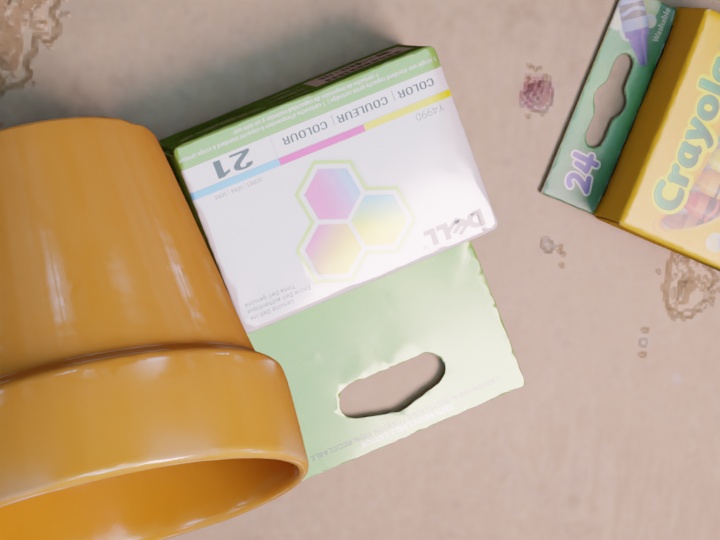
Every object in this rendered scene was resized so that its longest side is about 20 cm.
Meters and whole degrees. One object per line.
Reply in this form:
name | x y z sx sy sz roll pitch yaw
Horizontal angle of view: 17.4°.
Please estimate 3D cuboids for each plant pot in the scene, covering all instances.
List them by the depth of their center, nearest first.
plant pot | -0.142 0.033 1.147 0.199 0.200 0.184 -11 75 -11

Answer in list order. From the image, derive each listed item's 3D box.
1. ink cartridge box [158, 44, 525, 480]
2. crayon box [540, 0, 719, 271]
ink cartridge box | 0.000 0.000 1.230 0.147 0.076 0.201 -23 100 -9
crayon box | 0.215 -0.060 1.282 0.199 0.052 0.126 22 92 -14
